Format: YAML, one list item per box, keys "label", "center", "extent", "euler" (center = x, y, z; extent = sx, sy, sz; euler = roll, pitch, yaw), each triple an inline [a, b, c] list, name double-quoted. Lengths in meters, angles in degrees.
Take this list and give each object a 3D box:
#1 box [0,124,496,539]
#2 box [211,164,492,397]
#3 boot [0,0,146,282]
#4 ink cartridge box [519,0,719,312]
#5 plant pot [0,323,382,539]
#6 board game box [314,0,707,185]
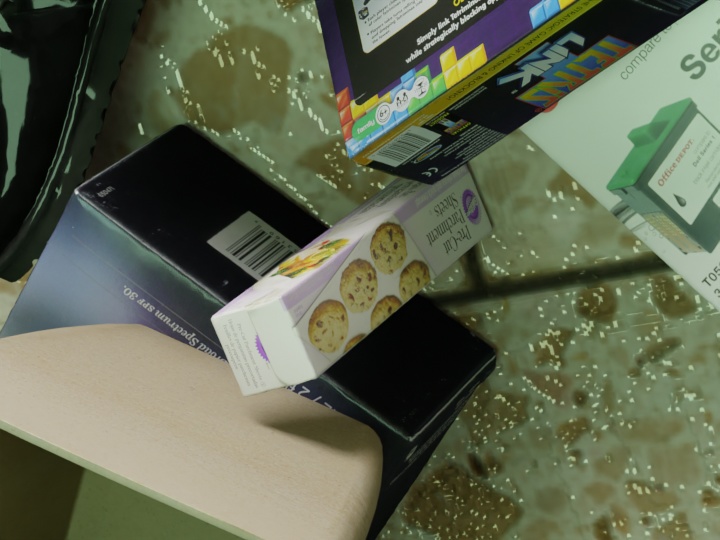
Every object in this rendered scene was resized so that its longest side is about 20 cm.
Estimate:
- label: "box"
  center: [-0.077, 0.075, 1.222]
  extent: [0.200, 0.123, 0.199]
  euler: [36, 119, 8]
- label: "box"
  center: [0.000, 0.000, 1.117]
  extent: [0.039, 0.200, 0.042]
  euler: [-16, 101, 30]
- label: "boot"
  center: [-0.196, -0.111, 1.204]
  extent: [0.158, 0.079, 0.211]
  euler: [19, 107, -12]
- label: "ink cartridge box"
  center: [0.179, -0.067, 1.083]
  extent: [0.200, 0.084, 0.146]
  euler: [42, 118, 5]
- label: "plant pot"
  center: [-0.094, 0.132, 1.078]
  extent: [0.199, 0.177, 0.200]
  euler: [23, 117, 11]
- label: "board game box"
  center: [0.064, -0.156, 1.056]
  extent: [0.200, 0.057, 0.166]
  euler: [-32, 56, 37]
